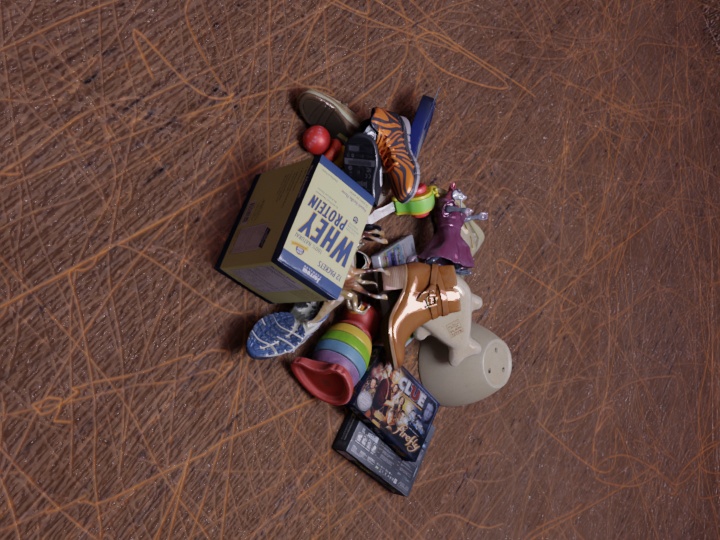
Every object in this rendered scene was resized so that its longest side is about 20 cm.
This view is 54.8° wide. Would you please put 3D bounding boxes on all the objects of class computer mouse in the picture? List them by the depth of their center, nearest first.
[{"bbox_3d":[-0.018,-0.160,1.321,0.046,0.139,0.203,-31,121,-58],"label":"computer mouse"}]

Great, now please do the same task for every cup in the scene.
[{"bbox_3d":[0.244,0.201,1.521,0.198,0.142,0.203,4,83,-40],"label":"cup"}]

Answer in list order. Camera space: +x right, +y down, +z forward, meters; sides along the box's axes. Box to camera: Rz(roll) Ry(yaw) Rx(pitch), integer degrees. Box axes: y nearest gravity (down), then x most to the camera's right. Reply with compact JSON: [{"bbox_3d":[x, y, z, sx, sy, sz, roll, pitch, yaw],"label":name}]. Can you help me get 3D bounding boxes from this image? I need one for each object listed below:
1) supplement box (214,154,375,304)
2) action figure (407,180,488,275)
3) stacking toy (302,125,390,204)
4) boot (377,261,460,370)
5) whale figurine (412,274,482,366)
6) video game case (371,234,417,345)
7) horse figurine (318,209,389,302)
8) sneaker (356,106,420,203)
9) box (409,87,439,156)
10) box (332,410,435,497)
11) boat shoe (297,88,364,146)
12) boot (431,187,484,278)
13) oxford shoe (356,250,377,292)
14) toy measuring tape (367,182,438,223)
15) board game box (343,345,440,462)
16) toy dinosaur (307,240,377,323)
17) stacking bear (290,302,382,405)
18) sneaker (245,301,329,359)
[{"bbox_3d":[-0.113,-0.063,1.189,0.134,0.198,0.202,35,65,-34],"label":"supplement box"},{"bbox_3d":[0.186,-0.089,1.473,0.134,0.147,0.203,31,55,-57],"label":"action figure"},{"bbox_3d":[-0.033,-0.206,1.358,0.199,0.085,0.086,36,64,-27],"label":"stacking toy"},{"bbox_3d":[0.116,0.084,1.319,0.152,0.074,0.203,-3,92,-11],"label":"boot"},{"bbox_3d":[0.175,0.093,1.427,0.158,0.104,0.202,-29,108,-2],"label":"whale figurine"},{"bbox_3d":[0.085,0.044,1.427,0.182,0.022,0.203,-32,113,-60],"label":"video game case"},{"bbox_3d":[-0.015,-0.027,1.241,0.131,0.050,0.203,5,65,-12],"label":"horse figurine"},{"bbox_3d":[0.045,-0.225,1.333,0.111,0.077,0.202,14,54,-38],"label":"sneaker"},{"bbox_3d":[0.119,-0.280,1.473,0.032,0.121,0.202,20,69,5],"label":"box"},{"bbox_3d":[0.052,0.336,1.400,0.200,0.051,0.159,43,61,-30],"label":"box"},{"bbox_3d":[-0.045,-0.300,1.367,0.199,0.071,0.077,34,45,-38],"label":"boat shoe"},{"bbox_3d":[0.187,-0.071,1.543,0.200,0.072,0.157,45,61,-32],"label":"boot"},{"bbox_3d":[0.000,0.000,1.366,0.198,0.073,0.072,15,76,-40],"label":"oxford shoe"},{"bbox_3d":[0.094,-0.131,1.445,0.199,0.073,0.074,-30,106,-30],"label":"toy measuring tape"},{"bbox_3d":[0.066,0.262,1.365,0.200,0.034,0.136,46,56,-27],"label":"board game box"},{"bbox_3d":[-0.032,0.041,1.273,0.101,0.058,0.201,36,60,-16],"label":"toy dinosaur"},{"bbox_3d":[-0.026,0.141,1.314,0.201,0.120,0.115,-59,143,-38],"label":"stacking bear"},{"bbox_3d":[-0.130,0.117,1.227,0.077,0.086,0.199,43,39,15],"label":"sneaker"}]
